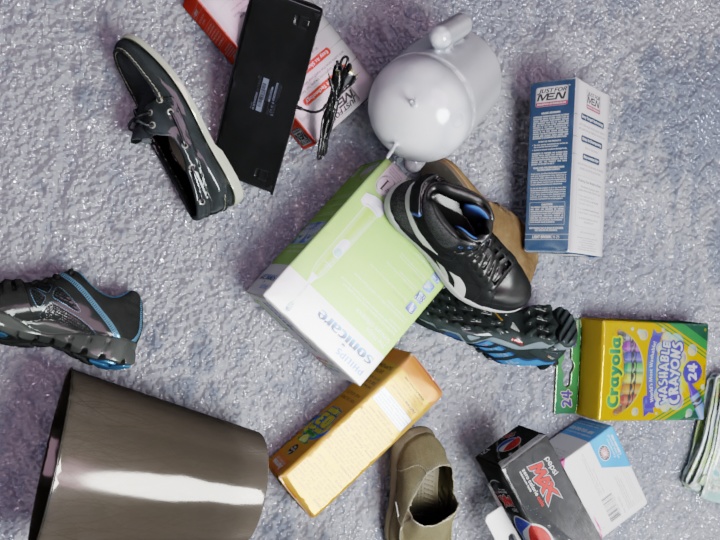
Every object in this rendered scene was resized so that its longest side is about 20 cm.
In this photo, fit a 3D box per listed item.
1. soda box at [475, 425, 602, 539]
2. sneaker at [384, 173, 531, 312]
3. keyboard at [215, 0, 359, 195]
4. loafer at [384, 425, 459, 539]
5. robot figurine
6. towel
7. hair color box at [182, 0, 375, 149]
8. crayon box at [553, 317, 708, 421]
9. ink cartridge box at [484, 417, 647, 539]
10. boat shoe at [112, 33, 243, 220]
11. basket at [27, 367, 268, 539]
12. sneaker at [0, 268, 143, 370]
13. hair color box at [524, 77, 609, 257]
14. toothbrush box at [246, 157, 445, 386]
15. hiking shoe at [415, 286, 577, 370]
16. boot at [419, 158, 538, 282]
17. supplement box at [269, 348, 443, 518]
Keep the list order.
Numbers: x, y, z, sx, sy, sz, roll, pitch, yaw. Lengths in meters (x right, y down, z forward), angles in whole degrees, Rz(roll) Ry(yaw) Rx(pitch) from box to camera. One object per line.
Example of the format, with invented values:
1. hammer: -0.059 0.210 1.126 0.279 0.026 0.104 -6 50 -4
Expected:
1. soda box: 0.212 0.279 0.890 0.071 0.063 0.200 -32 99 -16
2. sneaker: 0.118 -0.018 0.807 0.200 0.112 0.073 38 78 -18
3. keyboard: -0.075 -0.172 0.808 0.127 0.021 0.200 22 117 5
4. loafer: 0.070 0.275 0.892 0.076 0.067 0.200 -14 112 -18
5. robot figurine: 0.080 -0.188 0.849 0.113 0.170 0.200 21 39 16
6. towel: 0.543 0.243 1.090 0.200 0.048 0.172 18 86 -19
7. hair color box: -0.083 -0.239 0.847 0.101 0.061 0.200 -43 103 -13
8. crayon box: 0.349 0.126 1.015 0.200 0.052 0.126 3 90 -19
9. ink cartridge box: 0.237 0.284 0.968 0.200 0.068 0.115 -29 99 -17
10. boat shoe: -0.199 -0.138 0.801 0.066 0.074 0.200 -40 113 -27
11. basket: -0.203 0.203 0.778 0.200 0.136 0.181 15 81 -23
12. sneaker: -0.312 0.036 0.774 0.200 0.073 0.082 20 68 -25
13. hair color box: 0.248 -0.118 0.949 0.100 0.060 0.201 4 89 -51
14. toothbrush box: 0.000 0.000 0.868 0.146 0.086 0.200 44 76 -16
15. hiking shoe: 0.148 0.076 0.929 0.200 0.087 0.074 15 48 0
16. boot: 0.142 -0.059 0.938 0.075 0.074 0.200 -47 111 -32
17. supplement box: -0.007 0.176 0.880 0.200 0.067 0.069 -43 104 -15
